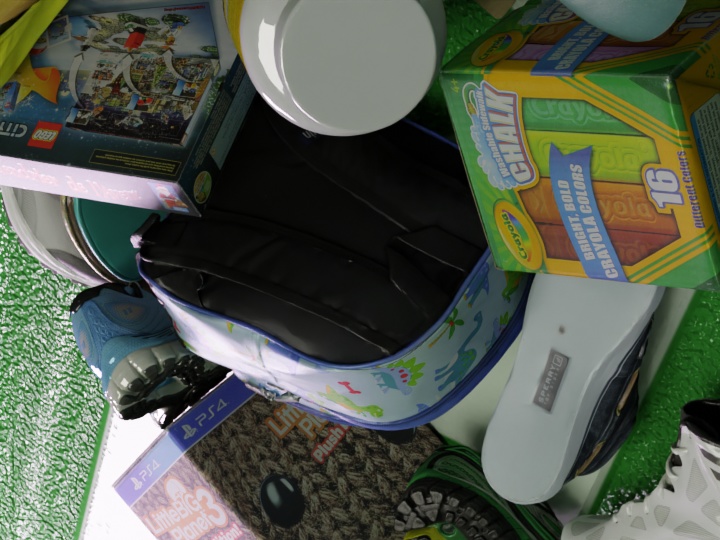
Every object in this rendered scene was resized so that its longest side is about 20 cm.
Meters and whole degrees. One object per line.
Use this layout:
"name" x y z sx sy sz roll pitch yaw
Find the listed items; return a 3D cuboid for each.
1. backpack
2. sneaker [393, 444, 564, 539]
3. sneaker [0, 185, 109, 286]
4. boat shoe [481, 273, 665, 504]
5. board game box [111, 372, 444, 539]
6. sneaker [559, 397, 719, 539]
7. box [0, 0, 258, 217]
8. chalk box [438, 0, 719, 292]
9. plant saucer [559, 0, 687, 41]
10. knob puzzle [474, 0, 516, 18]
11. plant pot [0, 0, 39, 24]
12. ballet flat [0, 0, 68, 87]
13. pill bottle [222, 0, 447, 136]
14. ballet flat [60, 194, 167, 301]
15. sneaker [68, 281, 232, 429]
"backpack" 0.000 0.000 1.577 0.200 0.183 0.147 25 159 33
"sneaker" 0.114 0.180 1.699 0.200 0.085 0.078 43 125 -12
"sneaker" -0.205 -0.075 1.811 0.079 0.074 0.201 -25 101 47
"boat shoe" 0.136 0.038 1.562 0.071 0.091 0.201 32 112 22
"board game box" -0.028 0.153 1.744 0.200 0.159 0.097 48 142 3
"sneaker" 0.191 0.127 1.587 0.200 0.076 0.116 -2 105 46
"box" -0.158 -0.111 1.599 0.199 0.137 0.038 10 153 28
"chalk box" 0.130 -0.077 1.418 0.199 0.124 0.125 4 123 44
"plant saucer" 0.104 -0.206 1.294 0.200 0.036 0.201 168 90 -71
"knob puzzle" 0.060 -0.255 1.416 0.219 0.030 0.220 18 130 22
"plant pot" -0.145 -0.287 1.483 0.200 0.194 0.196 -28 99 40
"ballet flat" -0.190 -0.189 1.593 0.067 0.200 0.067 27 161 14
"pill bottle" -0.014 -0.134 1.452 0.112 0.111 0.200 63 180 -16
"ballet flat" -0.137 -0.017 1.741 0.070 0.071 0.200 7 158 43
"sneaker" -0.130 0.041 1.698 0.090 0.078 0.200 51 -178 11
